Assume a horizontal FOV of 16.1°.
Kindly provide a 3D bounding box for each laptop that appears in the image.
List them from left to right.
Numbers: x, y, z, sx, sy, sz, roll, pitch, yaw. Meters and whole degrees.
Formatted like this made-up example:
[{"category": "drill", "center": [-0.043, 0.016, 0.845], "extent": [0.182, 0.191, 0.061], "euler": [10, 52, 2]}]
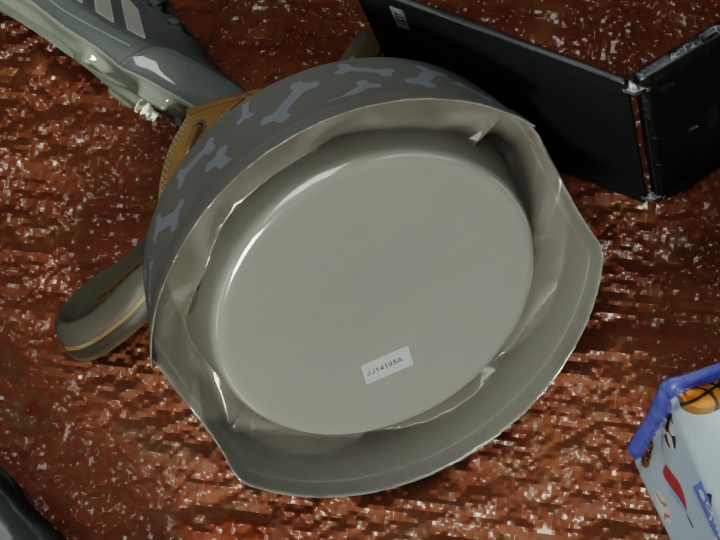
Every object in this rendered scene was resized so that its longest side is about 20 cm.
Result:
[{"category": "laptop", "center": [0.119, -0.104, 1.072], "extent": [0.200, 0.177, 0.103], "euler": [-31, 74, 1]}]

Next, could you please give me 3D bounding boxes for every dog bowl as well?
[{"category": "dog bowl", "center": [0.000, 0.000, 1.065], "extent": [0.200, 0.200, 0.059], "euler": [-30, 41, 0]}]

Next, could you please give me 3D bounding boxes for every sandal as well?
[{"category": "sandal", "center": [-0.070, -0.039, 1.114], "extent": [0.200, 0.082, 0.055], "euler": [-39, 102, 22]}]

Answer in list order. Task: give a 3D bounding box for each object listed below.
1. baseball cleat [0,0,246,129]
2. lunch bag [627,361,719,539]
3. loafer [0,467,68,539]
[{"category": "baseball cleat", "center": [-0.115, -0.139, 1.173], "extent": [0.200, 0.070, 0.107], "euler": [32, 83, 14]}, {"category": "lunch bag", "center": [0.237, 0.092, 1.038], "extent": [0.199, 0.124, 0.170], "euler": [-20, 74, -11]}, {"category": "loafer", "center": [-0.166, 0.128, 1.114], "extent": [0.200, 0.068, 0.070], "euler": [42, 76, 12]}]
